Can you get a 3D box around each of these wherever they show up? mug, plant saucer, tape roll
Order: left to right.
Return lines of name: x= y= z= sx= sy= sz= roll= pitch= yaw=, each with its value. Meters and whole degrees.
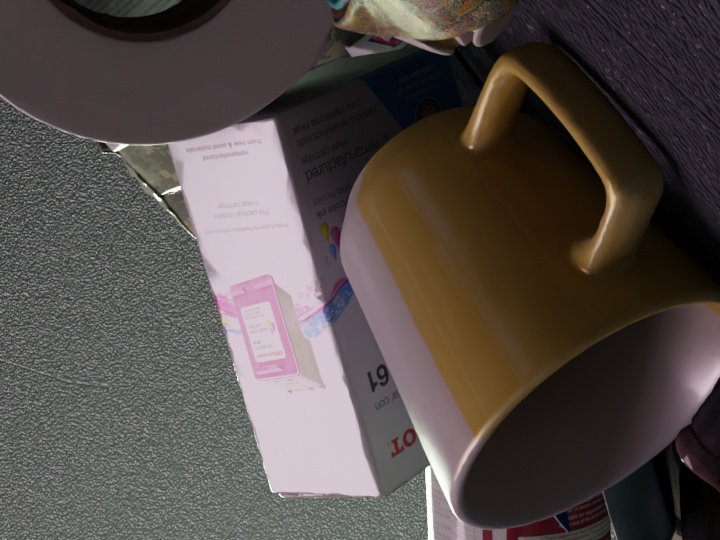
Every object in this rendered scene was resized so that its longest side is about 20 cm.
tape roll: x=-0.109 y=-0.167 z=0.896 sx=0.203 sy=0.203 sz=0.139 roll=52 pitch=179 yaw=-15
mug: x=0.077 y=-0.004 z=0.820 sx=0.149 sy=0.187 sz=0.153 roll=7 pitch=-139 yaw=-48
plant saucer: x=0.133 y=0.059 z=0.972 sx=0.200 sy=0.027 sz=0.201 roll=-14 pitch=-90 yaw=-79

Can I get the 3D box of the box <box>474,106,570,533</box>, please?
box: x=0.094 y=0.026 z=0.968 sx=0.121 sy=0.032 sz=0.201 roll=52 pitch=-152 yaw=-65

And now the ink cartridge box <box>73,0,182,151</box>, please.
ink cartridge box: x=-0.120 y=-0.194 z=1.037 sx=0.176 sy=0.200 sz=0.045 roll=53 pitch=143 yaw=-13

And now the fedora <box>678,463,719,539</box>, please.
fedora: x=0.220 y=0.187 z=0.991 sx=0.201 sy=0.091 sz=0.201 roll=-5 pitch=-90 yaw=-81

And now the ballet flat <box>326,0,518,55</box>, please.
ballet flat: x=0.027 y=-0.112 z=0.716 sx=0.071 sy=0.071 sz=0.200 roll=52 pitch=179 yaw=-7

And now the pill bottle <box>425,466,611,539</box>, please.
pill bottle: x=0.091 y=0.102 z=1.100 sx=0.110 sy=0.109 sz=0.201 roll=-131 pitch=38 yaw=-79

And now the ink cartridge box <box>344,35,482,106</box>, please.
ink cartridge box: x=0.042 y=-0.104 z=1.130 sx=0.095 sy=0.037 sz=0.200 roll=51 pitch=177 yaw=-12

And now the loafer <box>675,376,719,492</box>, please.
loafer: x=0.180 y=0.091 z=0.836 sx=0.072 sy=0.063 sz=0.200 roll=52 pitch=179 yaw=32

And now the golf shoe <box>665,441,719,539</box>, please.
golf shoe: x=0.162 y=0.095 z=1.154 sx=0.073 sy=0.092 sz=0.200 roll=49 pitch=-176 yaw=-40

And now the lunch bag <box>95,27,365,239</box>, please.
lunch bag: x=-0.077 y=-0.121 z=1.281 sx=0.118 sy=0.200 sz=0.164 roll=51 pitch=180 yaw=42

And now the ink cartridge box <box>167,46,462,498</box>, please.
ink cartridge box: x=0.000 y=0.000 z=0.965 sx=0.084 sy=0.144 sz=0.201 roll=-3 pitch=108 yaw=41
